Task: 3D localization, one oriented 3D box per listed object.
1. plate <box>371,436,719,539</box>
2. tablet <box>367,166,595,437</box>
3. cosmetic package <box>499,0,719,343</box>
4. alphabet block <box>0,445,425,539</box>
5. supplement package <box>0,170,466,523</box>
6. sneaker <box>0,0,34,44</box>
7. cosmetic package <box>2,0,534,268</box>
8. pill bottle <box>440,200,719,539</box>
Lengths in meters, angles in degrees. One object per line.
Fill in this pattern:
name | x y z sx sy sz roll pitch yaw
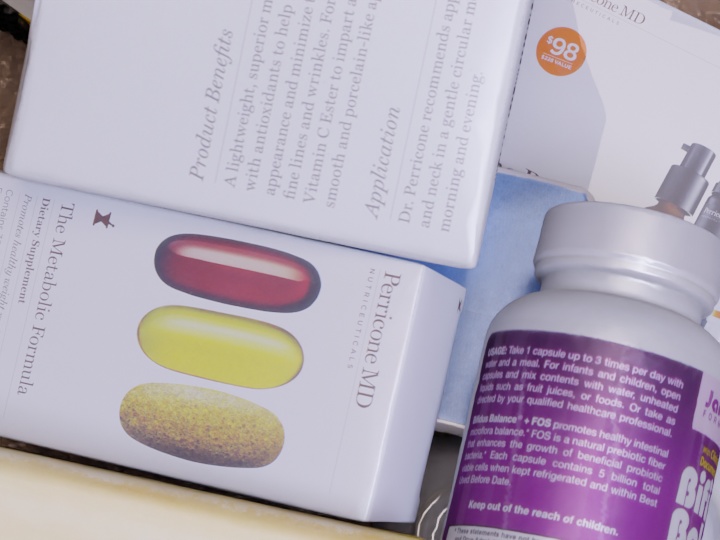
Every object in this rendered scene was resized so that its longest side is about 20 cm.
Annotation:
plate | 0.096 0.166 1.182 0.199 0.032 0.200 -4 72 16
tablet | 0.000 0.000 1.210 0.200 0.014 0.130 14 73 3
cosmetic package | 0.147 -0.039 1.248 0.200 0.052 0.151 27 84 11
alphabet block | -0.087 0.183 1.096 0.200 0.196 0.196 13 87 1
supplement package | -0.068 0.034 1.128 0.200 0.110 0.114 11 87 13
sneaker | -0.137 -0.151 1.279 0.200 0.070 0.090 31 81 1
cosmetic package | -0.030 -0.104 1.123 0.200 0.165 0.165 13 96 1
pill bottle | 0.099 0.077 1.131 0.112 0.112 0.200 13 77 2
